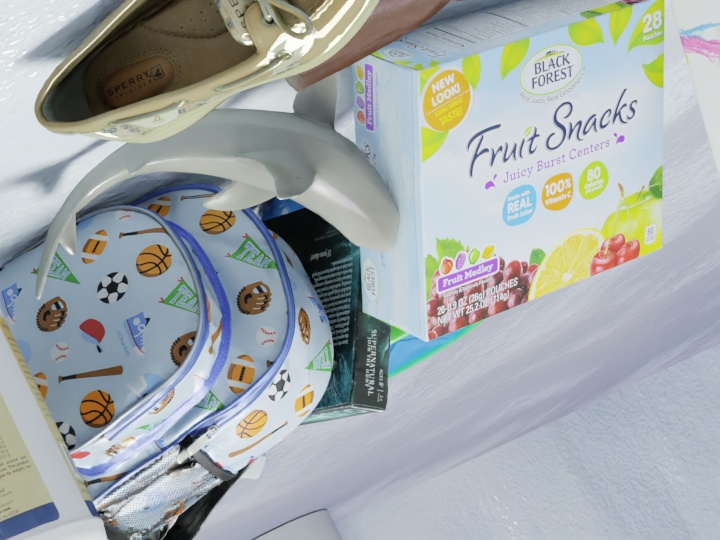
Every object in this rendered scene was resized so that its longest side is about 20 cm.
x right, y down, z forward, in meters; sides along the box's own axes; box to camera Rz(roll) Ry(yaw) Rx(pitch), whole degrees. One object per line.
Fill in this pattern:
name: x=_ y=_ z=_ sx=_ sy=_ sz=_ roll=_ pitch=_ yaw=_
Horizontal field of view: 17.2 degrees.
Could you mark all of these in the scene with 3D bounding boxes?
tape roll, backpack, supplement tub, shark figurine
tape roll: x=-0.103 y=0.443 z=3.327 sx=0.202 sy=0.140 sz=0.203 roll=-27 pitch=168 yaw=-6
backpack: x=-0.119 y=0.042 z=1.411 sx=0.190 sy=0.200 sz=0.154 roll=-31 pitch=156 yaw=1
supplement tub: x=-0.236 y=0.093 z=1.262 sx=0.144 sy=0.201 sz=0.144 roll=-26 pitch=169 yaw=-6
shark figurine: x=-0.072 y=-0.049 z=1.282 sx=0.213 sy=0.090 sz=0.129 roll=-4 pitch=121 yaw=-16

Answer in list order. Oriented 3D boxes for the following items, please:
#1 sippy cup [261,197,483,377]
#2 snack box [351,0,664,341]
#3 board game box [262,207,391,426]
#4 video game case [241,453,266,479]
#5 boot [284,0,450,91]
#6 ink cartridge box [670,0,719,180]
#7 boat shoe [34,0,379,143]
sippy cup: x=0.000 y=0.000 z=1.592 sx=0.178 sy=0.131 sz=0.139 roll=-34 pitch=166 yaw=29
snack box: x=0.091 y=-0.070 z=1.412 sx=0.199 sy=0.169 sz=0.068 roll=-20 pitch=-151 yaw=-37
board game box: x=-0.042 y=0.031 z=1.502 sx=0.028 sy=0.136 sz=0.200 roll=10 pitch=167 yaw=-30
video game case: x=-0.170 y=0.099 z=1.591 sx=0.200 sy=0.181 sz=0.023 roll=28 pitch=82 yaw=-77
boot: x=0.039 y=-0.159 z=1.168 sx=0.199 sy=0.064 sz=0.186 roll=-21 pitch=166 yaw=-10
ink cartridge box: x=0.272 y=-0.159 z=1.403 sx=0.128 sy=0.201 sz=0.125 roll=-18 pitch=-177 yaw=-40
boat shoe: x=-0.065 y=-0.111 z=1.081 sx=0.200 sy=0.074 sz=0.063 roll=-34 pitch=170 yaw=34
